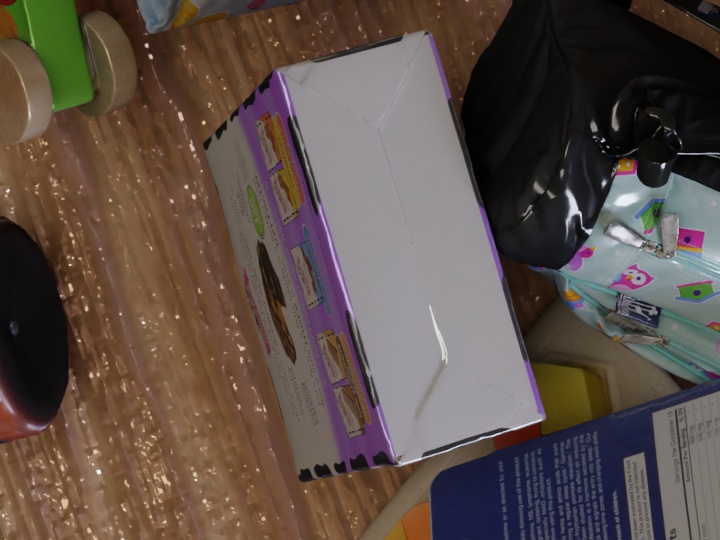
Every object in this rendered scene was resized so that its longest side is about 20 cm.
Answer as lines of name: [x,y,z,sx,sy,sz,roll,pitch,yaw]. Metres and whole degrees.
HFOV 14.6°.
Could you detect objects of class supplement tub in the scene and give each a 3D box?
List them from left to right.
supplement tub: [-0.249,0.042,1.341,0.199,0.107,0.107,-11,91,16]

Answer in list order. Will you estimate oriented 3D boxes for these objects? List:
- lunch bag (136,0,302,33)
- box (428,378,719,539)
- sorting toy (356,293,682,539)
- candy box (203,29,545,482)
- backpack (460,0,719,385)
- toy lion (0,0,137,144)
lunch bag: [-0.040,-0.226,1.221,0.169,0.127,0.201,-14,73,-26]
box: [0.123,0.112,1.154,0.199,0.032,0.122,-19,52,23]
sorting toy: [0.080,0.121,1.239,0.185,0.036,0.200,-51,41,14]
candy box: [0.000,0.000,1.222,0.071,0.200,0.169,-16,88,-13]
backpack: [0.144,-0.028,1.203,0.199,0.167,0.127,25,122,-20]
toy lion: [-0.182,-0.156,1.272,0.200,0.068,0.193,1,107,51]
